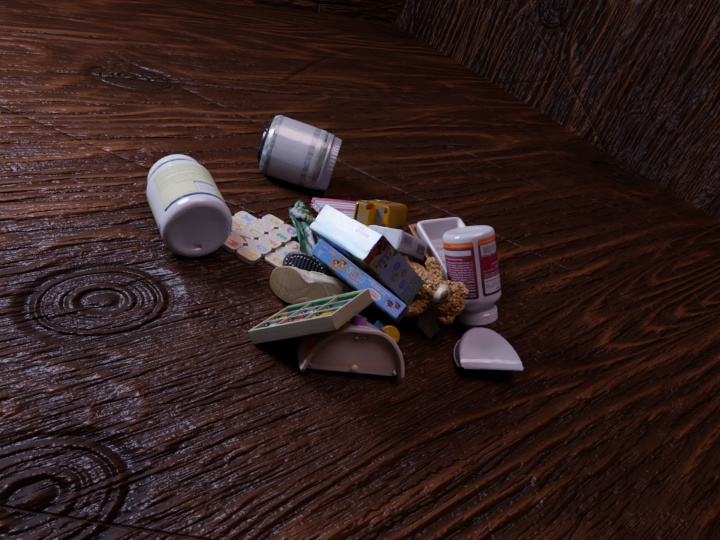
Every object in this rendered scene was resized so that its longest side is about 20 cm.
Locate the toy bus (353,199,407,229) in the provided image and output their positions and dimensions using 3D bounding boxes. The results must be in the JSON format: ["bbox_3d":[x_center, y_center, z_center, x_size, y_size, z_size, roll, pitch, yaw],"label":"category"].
[{"bbox_3d":[0.046,-0.129,1.477,0.078,0.065,0.200,15,11,17],"label":"toy bus"}]

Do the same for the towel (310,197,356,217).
[{"bbox_3d":[-0.026,-0.128,1.579,0.146,0.030,0.200,1,31,-33],"label":"towel"}]

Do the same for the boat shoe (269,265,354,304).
[{"bbox_3d":[-0.095,0.039,1.250,0.199,0.074,0.069,17,4,36],"label":"boat shoe"}]

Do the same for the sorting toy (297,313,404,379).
[{"bbox_3d":[-0.026,0.118,1.196,0.199,0.107,0.180,9,15,-20],"label":"sorting toy"}]

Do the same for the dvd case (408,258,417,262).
[{"bbox_3d":[0.129,-0.032,1.556,0.199,0.022,0.146,7,35,-24],"label":"dvd case"}]

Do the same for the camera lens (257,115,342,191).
[{"bbox_3d":[-0.164,-0.311,1.662,0.199,0.160,0.160,18,32,-6],"label":"camera lens"}]

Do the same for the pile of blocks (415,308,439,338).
[{"bbox_3d":[0.151,0.057,1.377,0.082,0.062,0.201,18,38,-32],"label":"pile of blocks"}]

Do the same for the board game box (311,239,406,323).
[{"bbox_3d":[0.002,0.024,1.203,0.200,0.037,0.151,37,-3,9],"label":"board game box"}]

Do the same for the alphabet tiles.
[{"bbox_3d":[-0.225,-0.075,1.414,0.195,0.015,0.200,31,33,14],"label":"alphabet tiles"}]

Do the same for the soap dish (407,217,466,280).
[{"bbox_3d":[0.212,-0.030,1.500,0.157,0.081,0.201,-9,59,-33],"label":"soap dish"}]

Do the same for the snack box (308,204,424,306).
[{"bbox_3d":[0.015,-0.029,1.239,0.168,0.068,0.200,32,-9,39],"label":"snack box"}]

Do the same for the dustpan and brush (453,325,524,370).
[{"bbox_3d":[0.254,0.151,1.339,0.139,0.057,0.201,4,42,-10],"label":"dustpan and brush"}]

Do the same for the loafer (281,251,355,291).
[{"bbox_3d":[-0.074,0.023,1.324,0.199,0.073,0.071,27,0,7],"label":"loafer"}]

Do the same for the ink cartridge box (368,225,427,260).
[{"bbox_3d":[0.033,-0.074,1.423,0.199,0.048,0.160,15,0,27],"label":"ink cartridge box"}]

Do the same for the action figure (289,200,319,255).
[{"bbox_3d":[-0.121,-0.101,1.466,0.118,0.055,0.200,25,24,-42],"label":"action figure"}]

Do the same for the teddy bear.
[{"bbox_3d":[0.126,0.031,1.309,0.145,0.067,0.200,-30,51,-18],"label":"teddy bear"}]

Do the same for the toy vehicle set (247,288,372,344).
[{"bbox_3d":[-0.090,0.083,1.124,0.199,0.027,0.124,-14,12,35],"label":"toy vehicle set"}]

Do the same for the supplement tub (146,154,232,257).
[{"bbox_3d":[-0.362,-0.139,1.305,0.144,0.145,0.200,-1,39,-32],"label":"supplement tub"}]

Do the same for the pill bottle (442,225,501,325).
[{"bbox_3d":[0.244,0.011,1.351,0.112,0.201,0.113,-8,12,2],"label":"pill bottle"}]
